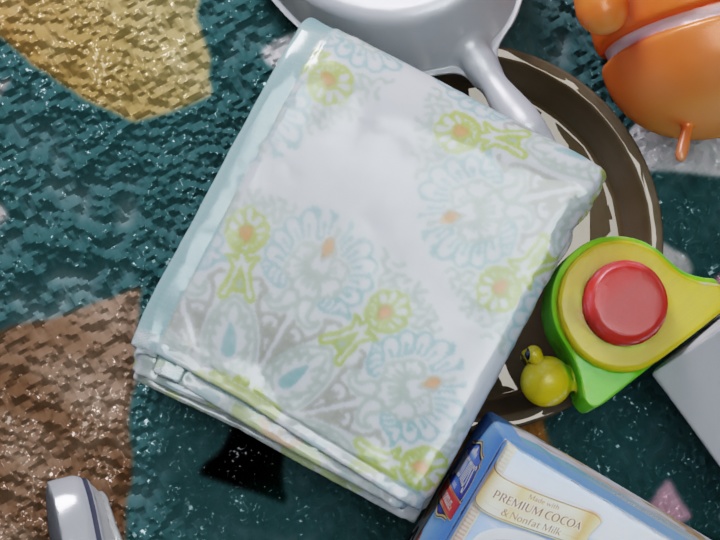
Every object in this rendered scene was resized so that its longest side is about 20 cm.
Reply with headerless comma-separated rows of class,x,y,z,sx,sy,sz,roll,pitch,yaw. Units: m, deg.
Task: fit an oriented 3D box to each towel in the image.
towel,0.000,0.000,1.307,0.171,0.048,0.201,28,90,6

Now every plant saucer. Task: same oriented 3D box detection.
plant saucer,0.055,-0.016,1.364,0.199,0.029,0.201,1,81,-7

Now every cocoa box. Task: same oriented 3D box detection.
cocoa box,0.116,0.175,1.278,0.200,0.133,0.132,31,92,-2

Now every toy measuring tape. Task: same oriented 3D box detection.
toy measuring tape,0.154,-0.004,1.329,0.200,0.074,0.074,-37,87,-12

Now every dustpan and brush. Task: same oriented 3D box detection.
dustpan and brush,0.043,-0.130,1.350,0.139,0.057,0.200,-31,57,-6

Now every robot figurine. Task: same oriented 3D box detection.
robot figurine,0.168,-0.154,1.350,0.116,0.144,0.201,-14,81,11

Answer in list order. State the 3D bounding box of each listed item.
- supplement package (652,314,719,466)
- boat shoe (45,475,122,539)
supplement package,0.264,0.083,1.315,0.117,0.117,0.200,-33,87,-40
boat shoe,-0.097,0.190,1.288,0.065,0.072,0.201,-18,85,-13
